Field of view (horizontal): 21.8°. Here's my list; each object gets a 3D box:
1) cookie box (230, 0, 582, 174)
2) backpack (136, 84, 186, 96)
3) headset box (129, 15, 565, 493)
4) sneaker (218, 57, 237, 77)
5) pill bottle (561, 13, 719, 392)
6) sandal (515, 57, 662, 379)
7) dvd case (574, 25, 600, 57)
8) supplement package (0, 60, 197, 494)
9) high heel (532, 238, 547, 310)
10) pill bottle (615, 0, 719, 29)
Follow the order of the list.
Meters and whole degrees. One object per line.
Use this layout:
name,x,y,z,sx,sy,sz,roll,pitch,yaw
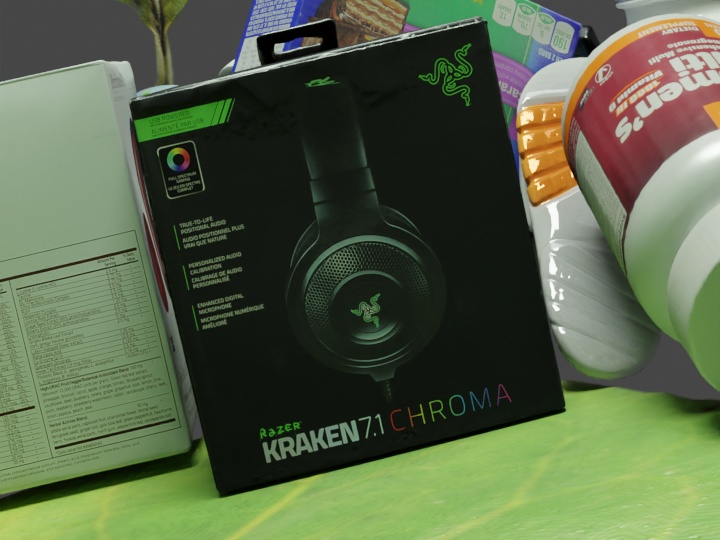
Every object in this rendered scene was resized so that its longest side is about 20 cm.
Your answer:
cookie box,0.011,-0.066,1.016,0.170,0.202,0.075,19,-7,-25
backpack,-0.096,-0.026,1.237,0.199,0.184,0.147,-7,31,45
headset box,-0.010,-0.018,0.897,0.172,0.202,0.093,-12,6,-5
sneaker,-0.052,-0.077,1.331,0.078,0.201,0.079,27,48,25
pill bottle,0.163,-0.031,0.844,0.108,0.110,0.201,-13,30,-2
sandal,0.117,-0.023,0.980,0.078,0.208,0.059,4,-35,0
dvd case,0.142,-0.098,1.414,0.141,0.201,0.018,-9,47,26
supplement package,-0.177,-0.001,1.017,0.146,0.202,0.191,-13,8,-2
high heel,0.130,-0.005,1.104,0.096,0.068,0.199,-31,3,-35
pill bottle,0.200,-0.087,1.064,0.110,0.202,0.111,-12,6,1
